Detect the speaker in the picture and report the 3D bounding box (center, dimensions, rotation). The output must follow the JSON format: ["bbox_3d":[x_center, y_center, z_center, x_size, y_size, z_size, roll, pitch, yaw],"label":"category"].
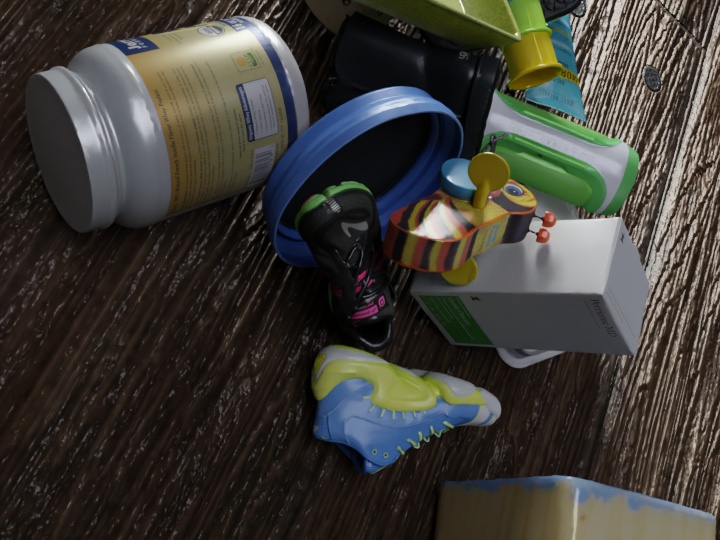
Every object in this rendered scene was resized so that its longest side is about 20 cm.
[{"bbox_3d":[0.195,-0.130,0.925,0.196,0.089,0.090,21,65,-3],"label":"speaker"}]

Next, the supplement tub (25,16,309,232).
[{"bbox_3d":[-0.156,-0.120,0.701,0.197,0.144,0.147,-23,89,-34],"label":"supplement tub"}]

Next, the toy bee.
[{"bbox_3d":[0.113,-0.055,0.747,0.108,0.132,0.201,30,64,21],"label":"toy bee"}]

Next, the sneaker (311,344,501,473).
[{"bbox_3d":[0.038,0.142,0.801,0.196,0.076,0.107,18,80,-19],"label":"sneaker"}]

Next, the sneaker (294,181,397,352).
[{"bbox_3d":[0.000,0.000,0.740,0.076,0.201,0.084,-29,53,-5],"label":"sneaker"}]

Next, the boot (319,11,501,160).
[{"bbox_3d":[0.042,-0.146,0.863,0.165,0.203,0.077,18,39,11],"label":"boot"}]

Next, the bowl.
[{"bbox_3d":[0.000,-0.082,0.762,0.198,0.202,0.040,-19,63,-34],"label":"bowl"}]

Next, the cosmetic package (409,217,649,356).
[{"bbox_3d":[0.160,0.015,0.812,0.108,0.197,0.086,48,55,-40],"label":"cosmetic package"}]

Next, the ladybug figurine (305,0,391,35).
[{"bbox_3d":[-0.007,-0.347,0.897,0.133,0.072,0.205,2,76,-30],"label":"ladybug figurine"}]

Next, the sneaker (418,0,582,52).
[{"bbox_3d":[0.161,-0.293,0.975,0.195,0.083,0.073,-12,98,1],"label":"sneaker"}]

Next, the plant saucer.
[{"bbox_3d":[0.044,-0.299,0.815,0.197,0.048,0.203,13,49,-31],"label":"plant saucer"}]

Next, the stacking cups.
[{"bbox_3d":[0.156,-0.296,0.903,0.059,0.060,0.205,-10,79,-32],"label":"stacking cups"}]

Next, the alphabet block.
[{"bbox_3d":[0.184,0.306,0.764,0.192,0.196,0.205,19,68,-24],"label":"alphabet block"}]

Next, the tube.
[{"bbox_3d":[0.220,-0.247,0.986,0.076,0.051,0.203,14,49,-8],"label":"tube"}]

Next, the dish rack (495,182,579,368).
[{"bbox_3d":[0.201,-0.008,0.951,0.169,0.043,0.204,-14,83,-32],"label":"dish rack"}]
